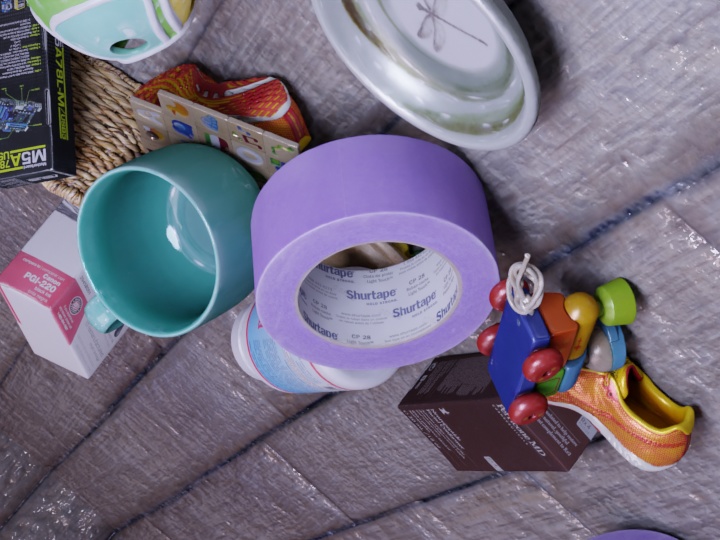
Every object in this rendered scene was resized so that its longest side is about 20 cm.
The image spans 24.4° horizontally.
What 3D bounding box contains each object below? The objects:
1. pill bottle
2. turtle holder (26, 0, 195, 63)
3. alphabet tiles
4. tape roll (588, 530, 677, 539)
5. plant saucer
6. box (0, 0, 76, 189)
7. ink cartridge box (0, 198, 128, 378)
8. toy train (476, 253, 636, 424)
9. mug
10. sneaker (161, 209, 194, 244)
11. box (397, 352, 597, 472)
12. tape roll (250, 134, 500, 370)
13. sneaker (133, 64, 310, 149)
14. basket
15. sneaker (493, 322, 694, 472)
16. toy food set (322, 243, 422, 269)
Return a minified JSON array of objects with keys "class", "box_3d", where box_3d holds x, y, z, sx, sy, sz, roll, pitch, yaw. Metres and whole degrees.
[{"class":"pill bottle","box_3d":[-0.044,0.059,1.556,0.109,0.109,0.199,47,155,-16]},{"class":"turtle holder","box_3d":[-0.182,-0.250,1.334,0.132,0.185,0.141,55,-176,-31]},{"class":"alphabet tiles","box_3d":[-0.107,-0.092,1.461,0.198,0.006,0.167,22,158,12]},{"class":"tape roll","box_3d":[0.261,0.357,1.609,0.199,0.200,0.085,17,149,42]},{"class":"plant saucer","box_3d":[0.054,-0.174,1.187,0.199,0.050,0.201,34,157,17]},{"class":"box","box_3d":[-0.367,-0.172,1.589,0.198,0.195,0.047,-9,174,24]},{"class":"ink cartridge box","box_3d":[-0.285,-0.008,1.811,0.084,0.201,0.146,22,152,24]},{"class":"toy train","box_3d":[0.168,0.034,1.318,0.201,0.115,0.085,99,152,-56]},{"class":"mug","box_3d":[-0.164,-0.031,1.448,0.183,0.114,0.154,-4,106,34]},{"class":"sneaker","box_3d":[-0.117,-0.024,1.599,0.099,0.071,0.200,39,-169,12]},{"class":"box","box_3d":[0.132,0.135,1.594,0.100,0.075,0.199,47,154,-15]},{"class":"tape roll","box_3d":[0.011,-0.011,1.359,0.198,0.086,0.201,-3,140,-3]},{"class":"sneaker","box_3d":[-0.131,-0.134,1.494,0.199,0.073,0.077,18,146,41]},{"class":"basket","box_3d":[-0.300,-0.127,1.687,0.199,0.149,0.143,31,155,19]},{"class":"sneaker","box_3d":[0.201,0.092,1.440,0.199,0.073,0.078,29,133,15]},{"class":"toy food set","box_3d":[0.000,0.000,1.583,0.198,0.049,0.200,41,156,-2]}]
